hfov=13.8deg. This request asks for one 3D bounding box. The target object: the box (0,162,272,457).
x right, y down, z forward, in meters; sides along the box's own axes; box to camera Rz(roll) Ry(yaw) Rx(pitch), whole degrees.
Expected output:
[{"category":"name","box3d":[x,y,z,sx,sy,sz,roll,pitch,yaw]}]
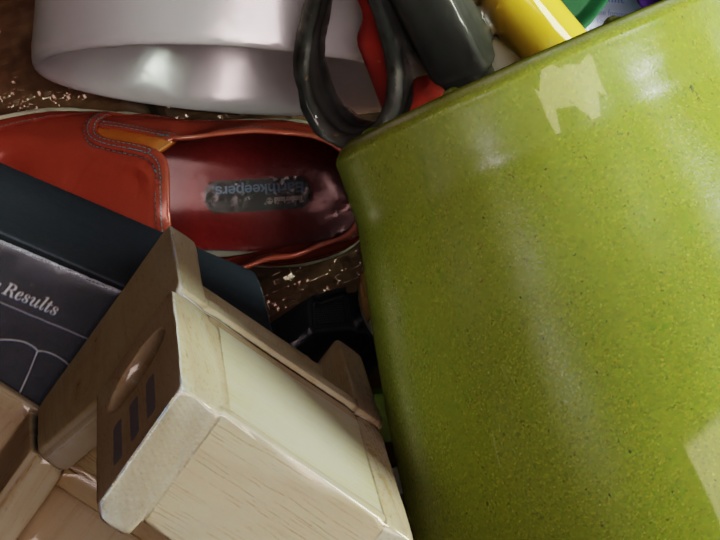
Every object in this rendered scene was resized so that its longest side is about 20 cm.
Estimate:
[{"category":"box","box3d":[-0.138,0.073,1.033,0.148,0.107,0.201,24,102,-12]}]

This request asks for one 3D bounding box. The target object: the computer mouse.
[{"category":"computer mouse","box3d":[0.000,0.000,1.092,0.059,0.034,0.200,17,118,-49]}]

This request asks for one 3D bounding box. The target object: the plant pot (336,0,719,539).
[{"category":"plant pot","box3d":[0.088,0.025,0.896,0.200,0.200,0.194,-23,90,-13]}]

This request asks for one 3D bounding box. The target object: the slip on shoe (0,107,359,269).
[{"category":"slip on shoe","box3d":[-0.087,-0.025,1.098,0.199,0.061,0.074,-4,91,-12]}]

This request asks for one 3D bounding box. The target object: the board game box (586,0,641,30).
[{"category":"board game box","box3d":[0.125,-0.047,1.158,0.199,0.041,0.201,4,88,-13]}]

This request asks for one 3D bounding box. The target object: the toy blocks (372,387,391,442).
[{"category":"toy blocks","box3d":[0.099,0.099,1.074,0.199,0.100,0.137,-9,92,7]}]

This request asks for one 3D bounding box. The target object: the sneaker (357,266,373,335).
[{"category":"sneaker","box3d":[0.094,0.000,1.082,0.199,0.088,0.076,-14,74,-11]}]

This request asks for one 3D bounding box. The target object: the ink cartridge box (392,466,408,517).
[{"category":"ink cartridge box","box3d":[0.034,0.114,1.026,0.199,0.039,0.100,-24,102,11]}]

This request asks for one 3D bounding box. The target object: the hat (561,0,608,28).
[{"category":"hat","box3d":[0.109,-0.160,0.987,0.200,0.176,0.166,-16,99,-44]}]

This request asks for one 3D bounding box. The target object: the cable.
[{"category":"cable","box3d":[0.005,-0.119,0.966,0.097,0.050,0.201,-16,108,25]}]

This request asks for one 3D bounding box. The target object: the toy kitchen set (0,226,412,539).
[{"category":"toy kitchen set","box3d":[-0.115,0.084,0.890,0.163,0.180,0.200,34,99,-13]}]

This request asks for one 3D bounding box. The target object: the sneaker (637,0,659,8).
[{"category":"sneaker","box3d":[0.141,-0.153,1.109,0.114,0.073,0.201,-25,81,-16]}]

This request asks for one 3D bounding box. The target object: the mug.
[{"category":"mug","box3d":[-0.015,-0.152,1.075,0.199,0.148,0.176,5,84,-12]}]
